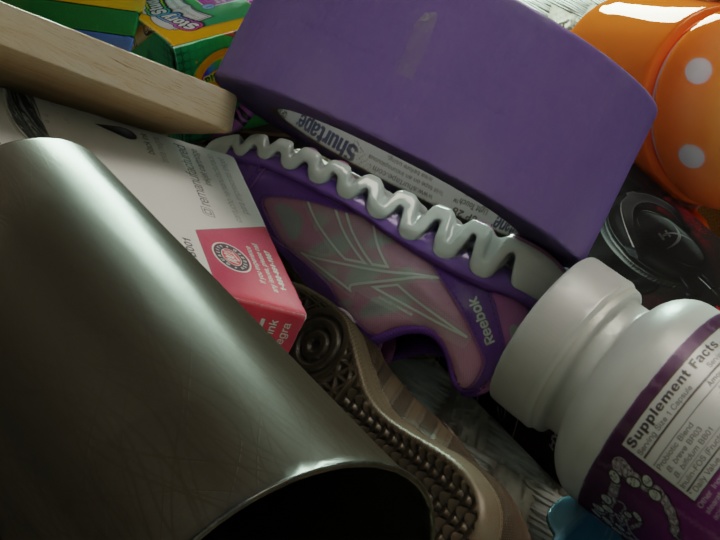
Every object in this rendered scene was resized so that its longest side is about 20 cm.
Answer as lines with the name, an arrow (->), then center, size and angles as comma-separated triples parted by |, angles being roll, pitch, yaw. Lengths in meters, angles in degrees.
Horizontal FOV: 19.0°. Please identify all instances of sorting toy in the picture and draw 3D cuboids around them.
sorting toy -> -0.187, -0.123, 0.996 | 0.199, 0.070, 0.198 | 19, -10, -42

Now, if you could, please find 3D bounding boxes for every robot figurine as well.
robot figurine -> 0.186, -0.099, 1.225 | 0.117, 0.144, 0.200 | 48, -13, -28

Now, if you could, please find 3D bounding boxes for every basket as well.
basket -> -0.087, 0.056, 0.785 | 0.200, 0.136, 0.180 | 48, -8, 28

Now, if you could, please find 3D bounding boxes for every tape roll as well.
tape roll -> 0.036, -0.083, 1.029 | 0.199, 0.085, 0.200 | 27, -4, 2

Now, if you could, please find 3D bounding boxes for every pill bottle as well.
pill bottle -> 0.160, 0.084, 0.980 | 0.200, 0.113, 0.112 | 37, 25, 18

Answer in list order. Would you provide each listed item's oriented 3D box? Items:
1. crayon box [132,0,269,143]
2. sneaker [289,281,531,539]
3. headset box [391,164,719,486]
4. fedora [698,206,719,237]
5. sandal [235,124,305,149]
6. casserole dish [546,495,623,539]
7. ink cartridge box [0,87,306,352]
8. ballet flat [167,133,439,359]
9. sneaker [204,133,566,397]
crayon box -> -0.089, -0.141, 1.201 | 0.118, 0.059, 0.200 | -16, 30, -23
sneaker -> 0.007, 0.084, 0.985 | 0.076, 0.070, 0.200 | 42, 5, -48
headset box -> 0.105, 0.003, 1.161 | 0.148, 0.077, 0.200 | -20, 52, -34
fedora -> 0.231, -0.020, 1.345 | 0.081, 0.202, 0.201 | -9, 21, 12
sandal -> -0.014, -0.100, 1.236 | 0.199, 0.055, 0.082 | 2, 9, 13
casserole dish -> 0.162, 0.177, 0.981 | 0.200, 0.039, 0.121 | 35, 25, 15
ink cartridge box -> -0.143, -0.009, 0.955 | 0.199, 0.085, 0.145 | 15, 26, -27
ballet flat -> -0.028, -0.019, 1.115 | 0.200, 0.067, 0.046 | 35, -6, 23
sneaker -> 0.000, 0.000, 1.049 | 0.199, 0.089, 0.080 | 24, -2, 16
